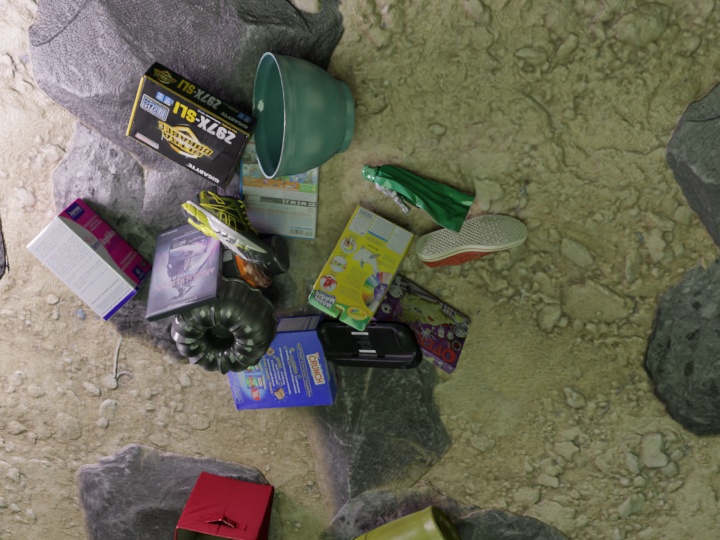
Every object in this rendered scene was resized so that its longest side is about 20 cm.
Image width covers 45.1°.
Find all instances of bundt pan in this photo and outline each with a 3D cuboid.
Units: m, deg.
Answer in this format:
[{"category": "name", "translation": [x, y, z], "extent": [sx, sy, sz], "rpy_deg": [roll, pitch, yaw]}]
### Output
[{"category": "bundt pan", "translation": [-0.252, 0.110, 1.572], "extent": [0.201, 0.076, 0.203], "rpy_deg": [2, 126, 3]}]

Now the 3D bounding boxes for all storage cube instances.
[{"category": "storage cube", "translation": [-0.289, 0.564, 1.847], "extent": [0.170, 0.180, 0.201], "rpy_deg": [10, 116, 3]}]

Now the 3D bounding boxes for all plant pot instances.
[{"category": "plant pot", "translation": [-0.089, -0.253, 1.425], "extent": [0.134, 0.200, 0.201], "rpy_deg": [-3, 119, -21]}, {"category": "plant pot", "translation": [0.112, 0.599, 1.817], "extent": [0.193, 0.200, 0.201], "rpy_deg": [-37, 107, 10]}]

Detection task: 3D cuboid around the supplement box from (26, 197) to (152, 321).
[{"category": "supplement box", "translation": [-0.505, -0.022, 1.631], "extent": [0.103, 0.101, 0.200], "rpy_deg": [-39, 106, 23]}]

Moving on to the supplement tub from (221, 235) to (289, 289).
[{"category": "supplement tub", "translation": [-0.234, -0.002, 1.601], "extent": [0.199, 0.107, 0.107], "rpy_deg": [-17, 113, 16]}]

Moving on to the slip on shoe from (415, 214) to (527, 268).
[{"category": "slip on shoe", "translation": [0.199, -0.049, 1.548], "extent": [0.199, 0.074, 0.061], "rpy_deg": [-14, 148, 8]}]

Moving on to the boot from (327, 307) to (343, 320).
[{"category": "boot", "translation": [0.017, 0.090, 1.630], "extent": [0.154, 0.072, 0.201], "rpy_deg": [6, 123, 6]}]

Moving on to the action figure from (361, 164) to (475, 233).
[{"category": "action figure", "translation": [0.093, -0.135, 1.504], "extent": [0.199, 0.118, 0.055], "rpy_deg": [27, 129, 4]}]

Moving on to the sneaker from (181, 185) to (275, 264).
[{"category": "sneaker", "translation": [-0.223, -0.087, 1.526], "extent": [0.200, 0.085, 0.075], "rpy_deg": [32, 160, 17]}]

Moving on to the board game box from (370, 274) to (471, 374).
[{"category": "board game box", "translation": [0.103, 0.090, 1.593], "extent": [0.200, 0.120, 0.032], "rpy_deg": [32, 145, -9]}]

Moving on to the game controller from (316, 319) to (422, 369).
[{"category": "game controller", "translation": [0.013, 0.133, 1.573], "extent": [0.199, 0.042, 0.105], "rpy_deg": [-1, 120, 29]}]

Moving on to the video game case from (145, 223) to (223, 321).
[{"category": "video game case", "translation": [-0.312, -0.009, 1.563], "extent": [0.142, 0.201, 0.019], "rpy_deg": [-17, 138, 15]}]

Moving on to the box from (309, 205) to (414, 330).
[{"category": "box", "translation": [0.000, 0.000, 1.524], "extent": [0.117, 0.201, 0.048], "rpy_deg": [28, 160, 2]}]

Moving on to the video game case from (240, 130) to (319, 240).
[{"category": "video game case", "translation": [-0.146, -0.156, 1.562], "extent": [0.142, 0.018, 0.201], "rpy_deg": [7, 117, 5]}]

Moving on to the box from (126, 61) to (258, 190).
[{"category": "box", "translation": [-0.291, -0.245, 1.488], "extent": [0.199, 0.049, 0.160], "rpy_deg": [29, 140, -7]}]

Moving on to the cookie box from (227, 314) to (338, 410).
[{"category": "cookie box", "translation": [-0.157, 0.181, 1.697], "extent": [0.199, 0.075, 0.172], "rpy_deg": [-4, 115, 11]}]
